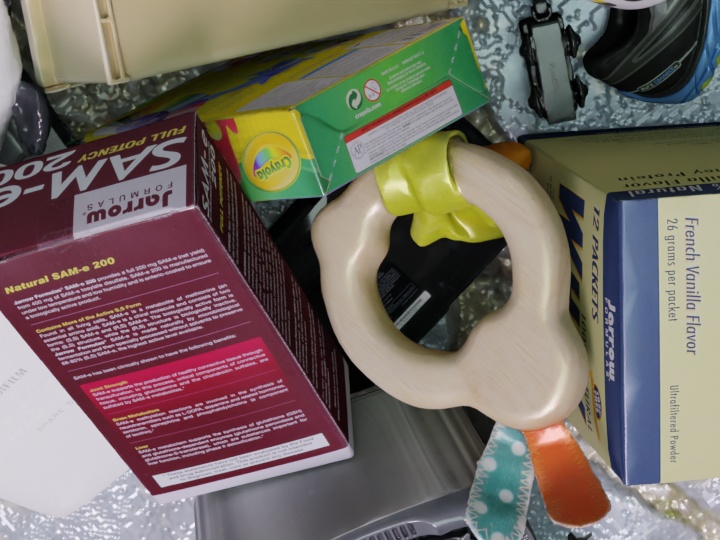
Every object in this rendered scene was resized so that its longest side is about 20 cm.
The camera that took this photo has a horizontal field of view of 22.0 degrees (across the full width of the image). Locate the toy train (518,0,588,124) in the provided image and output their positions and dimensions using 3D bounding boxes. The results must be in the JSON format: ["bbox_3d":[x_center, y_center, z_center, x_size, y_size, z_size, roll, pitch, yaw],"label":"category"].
[{"bbox_3d":[0.089,-0.177,0.972,0.034,0.046,0.201,-10,104,1],"label":"toy train"}]

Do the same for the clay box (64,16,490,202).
[{"bbox_3d":[-0.047,-0.073,0.905,0.115,0.200,0.048,-32,108,-35],"label":"clay box"}]

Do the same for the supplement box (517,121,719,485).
[{"bbox_3d":[0.196,0.005,0.926,0.199,0.200,0.135,-5,103,-8],"label":"supplement box"}]

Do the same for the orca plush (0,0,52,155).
[{"bbox_3d":[-0.198,-0.077,0.937,0.105,0.071,0.201,-1,124,7],"label":"orca plush"}]

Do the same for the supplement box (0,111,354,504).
[{"bbox_3d":[-0.086,0.024,0.860,0.109,0.061,0.200,-15,139,12],"label":"supplement box"}]

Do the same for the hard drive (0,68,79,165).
[{"bbox_3d":[-0.234,-0.011,1.004,0.200,0.038,0.140,-33,102,5],"label":"hard drive"}]

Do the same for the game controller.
[{"bbox_3d":[0.000,0.000,1.018,0.104,0.042,0.200,40,100,-24],"label":"game controller"}]

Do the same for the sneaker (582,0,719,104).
[{"bbox_3d":[0.157,-0.186,0.957,0.082,0.071,0.200,5,106,-9],"label":"sneaker"}]

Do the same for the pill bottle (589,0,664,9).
[{"bbox_3d":[0.069,-0.195,0.853,0.200,0.112,0.113,10,105,-37],"label":"pill bottle"}]

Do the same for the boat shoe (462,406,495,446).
[{"bbox_3d":[0.025,0.119,1.031,0.200,0.057,0.067,-33,102,6],"label":"boat shoe"}]

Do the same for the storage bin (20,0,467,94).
[{"bbox_3d":[-0.067,-0.202,0.895,0.199,0.094,0.199,-16,104,-26],"label":"storage bin"}]

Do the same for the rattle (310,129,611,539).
[{"bbox_3d":[0.072,0.033,0.902,0.130,0.143,0.200,-38,77,5],"label":"rattle"}]

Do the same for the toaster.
[{"bbox_3d":[0.007,0.136,0.933,0.200,0.129,0.114,-26,125,1],"label":"toaster"}]

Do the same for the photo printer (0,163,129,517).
[{"bbox_3d":[-0.178,0.036,0.942,0.166,0.070,0.200,-40,136,19],"label":"photo printer"}]
